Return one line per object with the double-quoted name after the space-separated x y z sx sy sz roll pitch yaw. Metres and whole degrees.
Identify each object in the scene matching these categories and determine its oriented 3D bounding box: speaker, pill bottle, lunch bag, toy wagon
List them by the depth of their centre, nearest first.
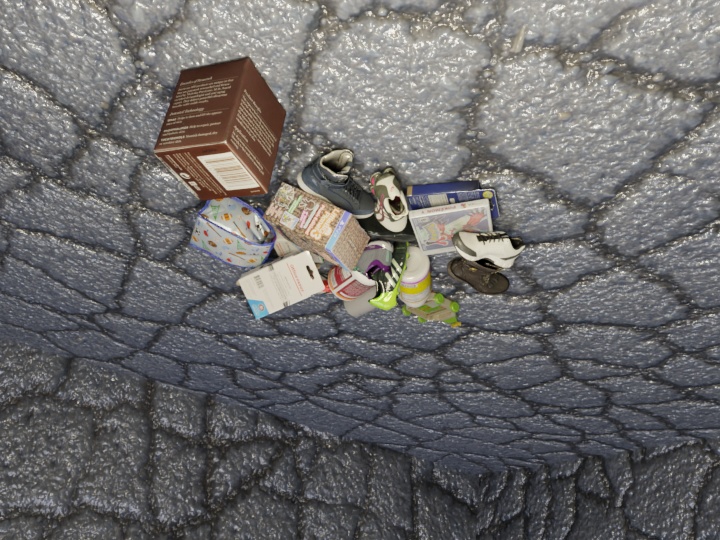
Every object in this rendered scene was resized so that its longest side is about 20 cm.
-0.315 -0.095 1.733 0.198 0.125 0.170 30 151 -6 "lunch bag"
0.000 0.000 1.838 0.112 0.115 0.200 21 151 -22 "pill bottle"
0.142 0.025 1.853 0.102 0.106 0.201 4 153 10 "pill bottle"
0.036 0.074 2.005 0.080 0.082 0.199 24 150 -27 "speaker"
0.230 0.122 2.083 0.198 0.040 0.154 27 148 -32 "toy wagon"

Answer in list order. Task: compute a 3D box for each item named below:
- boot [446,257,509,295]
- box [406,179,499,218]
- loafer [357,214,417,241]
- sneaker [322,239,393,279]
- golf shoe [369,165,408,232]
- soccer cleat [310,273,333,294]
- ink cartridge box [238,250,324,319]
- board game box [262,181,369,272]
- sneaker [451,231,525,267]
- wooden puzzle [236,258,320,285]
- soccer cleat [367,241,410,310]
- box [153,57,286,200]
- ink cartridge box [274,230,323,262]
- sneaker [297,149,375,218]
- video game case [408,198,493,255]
0.327 0.004 1.755 0.197 0.070 0.174 18 166 -12 "boot"
0.215 -0.156 1.560 0.197 0.033 0.121 -1 151 18 "box"
0.062 -0.102 1.673 0.197 0.074 0.072 11 156 -2 "loafer"
-0.011 -0.018 1.699 0.197 0.089 0.074 -10 161 29 "sneaker"
0.072 -0.139 1.541 0.076 0.089 0.201 -27 144 -2 "golf shoe"
-0.120 0.041 2.005 0.197 0.070 0.085 5 172 6 "soccer cleat"
-0.199 0.029 1.752 0.198 0.068 0.117 -23 103 6 "ink cartridge box"
-0.100 -0.100 1.589 0.198 0.098 0.159 26 171 23 "board game box"
0.296 -0.065 1.576 0.198 0.075 0.080 8 139 -33 "sneaker"
-0.227 -0.001 1.902 0.182 0.047 0.200 -1 -166 18 "wooden puzzle"
0.072 -0.002 1.722 0.080 0.203 0.067 15 173 -11 "soccer cleat"
-0.264 -0.267 1.311 0.162 0.203 0.166 -3 151 23 "box"
-0.164 -0.077 1.791 0.197 0.068 0.118 2 152 13 "ink cartridge box"
-0.026 -0.192 1.518 0.200 0.078 0.146 23 153 -23 "sneaker"
0.217 -0.097 1.589 0.179 0.023 0.200 -8 154 11 "video game case"
